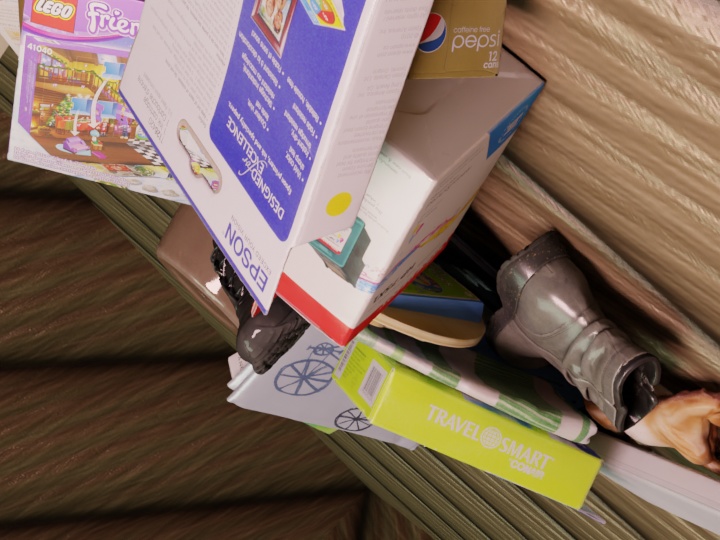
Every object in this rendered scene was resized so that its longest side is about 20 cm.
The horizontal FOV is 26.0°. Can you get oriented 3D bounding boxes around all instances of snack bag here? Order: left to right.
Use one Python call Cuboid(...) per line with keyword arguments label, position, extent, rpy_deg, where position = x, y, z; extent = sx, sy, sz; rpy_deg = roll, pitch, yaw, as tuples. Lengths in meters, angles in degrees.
Cuboid(label="snack bag", position=(0.019, 0.076, 1.288), extent=(0.199, 0.189, 0.021), rpy_deg=(18, -136, -30))

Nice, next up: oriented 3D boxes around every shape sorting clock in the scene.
Cuboid(label="shape sorting clock", position=(0.000, 0.000, 1.120), extent=(0.199, 0.039, 0.200), rpy_deg=(24, -163, -8))

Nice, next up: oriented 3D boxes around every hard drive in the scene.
Cuboid(label="hard drive", position=(0.255, 0.173, 1.162), extent=(0.132, 0.027, 0.200), rpy_deg=(33, 172, -34))

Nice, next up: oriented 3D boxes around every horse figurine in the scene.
Cuboid(label="horse figurine", position=(0.222, 0.110, 1.146), extent=(0.132, 0.050, 0.200), rpy_deg=(40, 170, -35))

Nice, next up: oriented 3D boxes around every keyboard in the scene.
Cuboid(label="keyboard", position=(0.090, -0.011, 1.210), extent=(0.104, 0.040, 0.200), rpy_deg=(20, 165, 46))

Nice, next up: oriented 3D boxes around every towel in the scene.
Cuboid(label="towel", position=(0.067, 0.066, 1.128), extent=(0.199, 0.023, 0.153), rpy_deg=(26, -176, -7))

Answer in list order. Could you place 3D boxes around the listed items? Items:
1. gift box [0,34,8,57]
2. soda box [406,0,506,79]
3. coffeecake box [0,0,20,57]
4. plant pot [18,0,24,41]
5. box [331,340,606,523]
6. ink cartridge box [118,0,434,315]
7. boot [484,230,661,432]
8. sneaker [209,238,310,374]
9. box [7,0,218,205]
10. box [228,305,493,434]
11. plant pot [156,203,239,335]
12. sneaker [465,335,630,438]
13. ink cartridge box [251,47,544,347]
Cuboid(label="gift box", position=(-0.359, -0.295, 1.290), extent=(0.184, 0.187, 0.200), rpy_deg=(38, -176, 35))
Cuboid(label="soda box", position=(-0.007, -0.152, 0.813), extent=(0.200, 0.064, 0.068), rpy_deg=(29, 119, 52))
Cuboid(label="coffeecake box", position=(-0.208, -0.204, 1.257), extent=(0.153, 0.073, 0.200), rpy_deg=(9, 157, 19))
Cuboid(label="plant pot", position=(-0.146, -0.192, 1.003), extent=(0.186, 0.186, 0.200), rpy_deg=(37, 155, 30))
Cuboid(label="box", position=(0.086, 0.114, 1.148), extent=(0.199, 0.048, 0.122), rpy_deg=(25, -176, -17))
Cuboid(label="ink cartridge box", position=(-0.049, -0.117, 0.788), extent=(0.198, 0.047, 0.200), rpy_deg=(54, 139, 36))
Cuboid(label="boot", position=(0.152, 0.065, 1.102), extent=(0.131, 0.068, 0.200), rpy_deg=(53, 172, 20))
Cuboid(label="sneaker", position=(-0.073, 0.008, 1.140), extent=(0.091, 0.076, 0.200), rpy_deg=(39, -164, -9))
Cuboid(label="box", position=(-0.107, -0.107, 0.945), extent=(0.199, 0.039, 0.137), rpy_deg=(14, 129, -4))
Cuboid(label="box", position=(0.008, 0.067, 1.332), extent=(0.144, 0.200, 0.036), rpy_deg=(32, -143, -49))
Cuboid(label="plant pot", position=(-0.075, -0.040, 1.310), extent=(0.200, 0.175, 0.200), rpy_deg=(42, 171, 8))
Cuboid(label="sneaker", position=(0.140, 0.102, 1.253), extent=(0.200, 0.066, 0.078), rpy_deg=(20, -170, -37))
Cuboid(label="ink cartridge box", position=(0.016, -0.038, 0.900), extent=(0.067, 0.116, 0.200), rpy_deg=(40, 141, 10))
